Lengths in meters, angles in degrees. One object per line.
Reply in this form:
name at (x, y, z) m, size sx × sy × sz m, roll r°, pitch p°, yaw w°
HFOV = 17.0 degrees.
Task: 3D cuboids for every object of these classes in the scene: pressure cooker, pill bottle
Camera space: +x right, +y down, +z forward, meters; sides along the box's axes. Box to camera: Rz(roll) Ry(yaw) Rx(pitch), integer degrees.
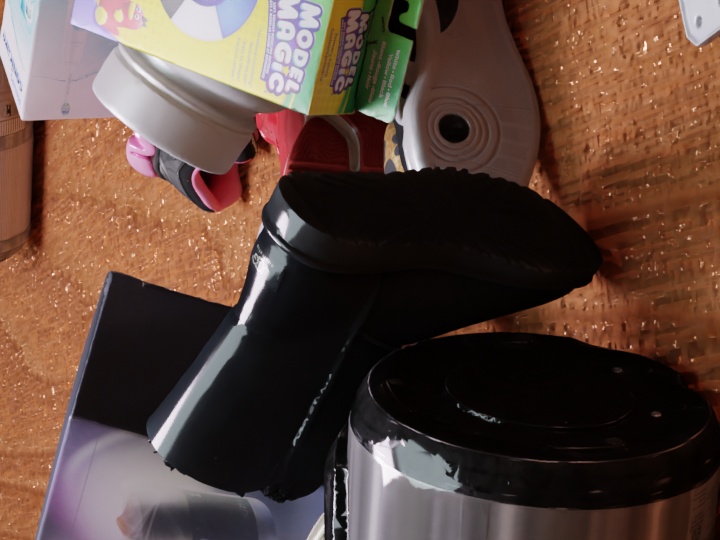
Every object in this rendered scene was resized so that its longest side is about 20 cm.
pressure cooker at (0.073, 0.147, 1.113) m, size 0.179 × 0.175 × 0.201 m, roll -143°, pitch 52°, yaw -58°
pill bottle at (-0.062, -0.162, 1.378) m, size 0.200 × 0.113 × 0.113 m, roll -56°, pitch 33°, yaw 11°

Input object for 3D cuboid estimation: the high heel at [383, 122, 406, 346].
high heel at (0.000, 0.000, 1.313) m, size 0.071 × 0.142 × 0.201 m, roll 119°, pitch 141°, yaw -53°

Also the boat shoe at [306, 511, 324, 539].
boat shoe at (0.019, 0.146, 1.245) m, size 0.072 × 0.075 × 0.201 m, roll 42°, pitch 120°, yaw 56°

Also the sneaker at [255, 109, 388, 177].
sneaker at (-0.020, -0.066, 1.473) m, size 0.116 × 0.078 × 0.201 m, roll 126°, pitch 149°, yaw -70°

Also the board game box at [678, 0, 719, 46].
board game box at (0.175, -0.219, 0.996) m, size 0.200 × 0.026 × 0.201 m, roll 143°, pitch 121°, yaw -64°

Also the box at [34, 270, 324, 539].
box at (-0.084, 0.129, 1.433) m, size 0.200 × 0.198 × 0.124 m, roll 110°, pitch 174°, yaw -46°

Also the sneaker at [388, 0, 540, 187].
sneaker at (0.043, -0.090, 1.303) m, size 0.112 × 0.073 × 0.201 m, roll 123°, pitch 146°, yaw -61°

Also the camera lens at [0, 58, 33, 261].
camera lens at (-0.383, -0.110, 2.231) m, size 0.160 × 0.159 × 0.201 m, roll -135°, pitch 46°, yaw -59°

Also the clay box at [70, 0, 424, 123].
clay box at (-0.058, -0.157, 1.270) m, size 0.200 × 0.048 × 0.115 m, roll 22°, pitch 107°, yaw 33°

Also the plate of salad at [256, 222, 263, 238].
plate of salad at (-0.048, 0.049, 1.571) m, size 0.200 × 0.048 × 0.201 m, roll 177°, pitch 90°, yaw -69°

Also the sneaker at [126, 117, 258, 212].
sneaker at (-0.096, -0.122, 1.658) m, size 0.095 × 0.079 × 0.200 m, roll 46°, pitch 140°, yaw 27°

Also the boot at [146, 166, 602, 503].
boot at (0.005, 0.034, 1.189) m, size 0.077 × 0.199 × 0.168 m, roll 56°, pitch 130°, yaw 37°

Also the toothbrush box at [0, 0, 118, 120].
toothbrush box at (-0.165, -0.207, 1.692) m, size 0.085 × 0.146 × 0.201 m, roll -115°, pitch 29°, yaw -43°
